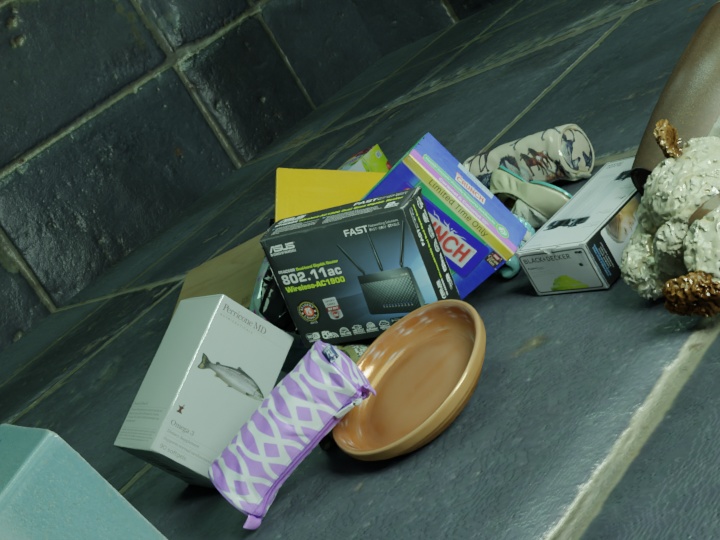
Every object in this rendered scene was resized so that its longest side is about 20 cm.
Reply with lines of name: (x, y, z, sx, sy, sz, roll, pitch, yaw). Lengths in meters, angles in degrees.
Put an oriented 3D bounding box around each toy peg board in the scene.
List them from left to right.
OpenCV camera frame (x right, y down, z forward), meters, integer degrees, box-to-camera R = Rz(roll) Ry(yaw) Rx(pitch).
toy peg board: (-0.211, 0.060, 1.852, 0.199, 0.098, 0.200, -26, 32, 25)

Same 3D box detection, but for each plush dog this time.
plush dog: (0.335, -0.043, 0.997, 0.199, 0.161, 0.172, -30, 39, 5)

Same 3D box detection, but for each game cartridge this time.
game cartridge: (-0.016, -0.065, 1.461, 0.198, 0.033, 0.177, 2, 47, -5)

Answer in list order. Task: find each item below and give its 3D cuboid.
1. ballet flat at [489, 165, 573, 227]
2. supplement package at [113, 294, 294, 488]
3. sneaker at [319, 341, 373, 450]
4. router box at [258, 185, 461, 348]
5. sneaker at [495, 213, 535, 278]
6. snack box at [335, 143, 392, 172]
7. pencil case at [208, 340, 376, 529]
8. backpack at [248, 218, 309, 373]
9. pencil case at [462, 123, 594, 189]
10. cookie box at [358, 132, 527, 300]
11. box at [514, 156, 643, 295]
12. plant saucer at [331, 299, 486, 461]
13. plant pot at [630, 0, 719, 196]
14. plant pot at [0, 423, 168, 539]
ballet flat: (0.226, -0.090, 1.475, 0.069, 0.070, 0.200, -34, 22, -7)
supplement package: (-0.187, 0.145, 1.315, 0.117, 0.116, 0.201, -9, 54, 56)
sneaker: (-0.011, 0.128, 1.251, 0.088, 0.077, 0.200, -17, 22, 20)
router box: (0.000, 0.000, 1.266, 0.198, 0.151, 0.062, -12, 22, 28)
sneaker: (0.116, -0.041, 1.373, 0.198, 0.078, 0.087, 10, 46, 14)
snack box: (-0.001, -0.064, 1.630, 0.067, 0.169, 0.200, -19, 21, 49)
pencil case: (-0.069, 0.166, 1.132, 0.200, 0.086, 0.084, -49, -30, 9)
backpack: (-0.070, 0.038, 1.463, 0.127, 0.165, 0.201, 103, -173, -47)
pencil case: (0.243, -0.148, 1.587, 0.077, 0.090, 0.199, -7, -7, -45)
cookie box: (0.067, -0.034, 1.303, 0.200, 0.171, 0.075, -44, 7, 34)
box: (0.283, -0.056, 1.252, 0.200, 0.060, 0.116, -41, 17, -31)
plant saucer: (0.054, 0.118, 1.137, 0.199, 0.037, 0.201, -36, 25, 19)
plant pot: (0.388, -0.151, 1.172, 0.200, 0.187, 0.187, -49, 18, -7)
plant pot: (-0.359, 0.308, 1.172, 0.200, 0.196, 0.196, -52, 23, -26)
